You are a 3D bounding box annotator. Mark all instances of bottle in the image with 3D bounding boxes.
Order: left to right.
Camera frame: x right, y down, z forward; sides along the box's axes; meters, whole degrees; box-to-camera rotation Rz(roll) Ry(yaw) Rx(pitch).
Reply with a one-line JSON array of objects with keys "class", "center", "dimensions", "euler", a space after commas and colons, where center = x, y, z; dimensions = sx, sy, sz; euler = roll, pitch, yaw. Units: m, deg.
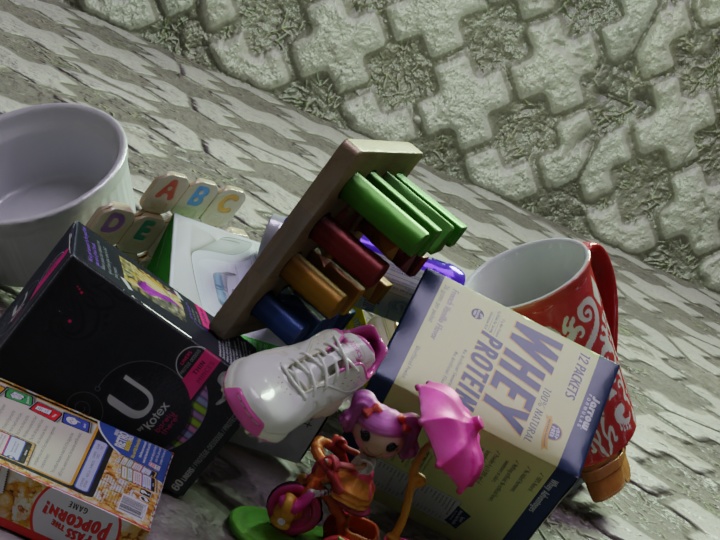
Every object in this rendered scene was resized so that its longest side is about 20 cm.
[{"class": "bottle", "center": [0.000, 0.000, 1.477], "dimensions": [0.199, 0.066, 0.084], "euler": [20, -22, 1]}]

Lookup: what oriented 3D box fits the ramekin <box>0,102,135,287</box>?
[{"class": "ramekin", "center": [-0.324, -0.074, 1.541], "dimensions": [0.199, 0.098, 0.201], "euler": [-6, 41, 5]}]

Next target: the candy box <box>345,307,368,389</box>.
[{"class": "candy box", "center": [-0.002, 0.084, 1.601], "dimensions": [0.026, 0.201, 0.102], "euler": [-20, 25, -9]}]

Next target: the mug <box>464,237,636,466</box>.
[{"class": "mug", "center": [0.214, 0.077, 1.523], "dimensions": [0.133, 0.177, 0.201], "euler": [33, -31, 64]}]

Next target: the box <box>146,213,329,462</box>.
[{"class": "box", "center": [-0.120, 0.065, 1.460], "dimensions": [0.176, 0.097, 0.200], "euler": [19, 34, -17]}]

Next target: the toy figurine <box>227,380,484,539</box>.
[{"class": "toy figurine", "center": [0.016, 0.170, 1.248], "dimensions": [0.199, 0.185, 0.150], "euler": [26, 13, 1]}]

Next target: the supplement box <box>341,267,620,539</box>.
[{"class": "supplement box", "center": [0.100, 0.141, 1.417], "dimensions": [0.199, 0.200, 0.135], "euler": [27, 53, 2]}]

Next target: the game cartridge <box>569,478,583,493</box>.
[{"class": "game cartridge", "center": [0.179, 0.197, 1.799], "dimensions": [0.199, 0.041, 0.133], "euler": [31, 17, 18]}]

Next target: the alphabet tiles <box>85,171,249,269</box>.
[{"class": "alphabet tiles", "center": [-0.205, -0.015, 1.532], "dimensions": [0.200, 0.196, 0.015], "euler": [12, 34, -49]}]

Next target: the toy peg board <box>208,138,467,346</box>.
[{"class": "toy peg board", "center": [-0.006, -0.005, 1.325], "dimensions": [0.098, 0.199, 0.200], "euler": [40, 14, 12]}]

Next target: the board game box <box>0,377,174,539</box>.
[{"class": "board game box", "center": [-0.247, 0.143, 1.145], "dimensions": [0.199, 0.046, 0.152], "euler": [25, 13, -6]}]

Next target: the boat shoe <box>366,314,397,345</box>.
[{"class": "boat shoe", "center": [0.038, 0.122, 1.737], "dimensions": [0.074, 0.069, 0.201], "euler": [39, 27, -31]}]

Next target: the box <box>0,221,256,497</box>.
[{"class": "box", "center": [-0.194, 0.073, 1.270], "dimensions": [0.200, 0.122, 0.106], "euler": [36, 9, -17]}]

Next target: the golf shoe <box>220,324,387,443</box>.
[{"class": "golf shoe", "center": [-0.042, 0.081, 1.220], "dimensions": [0.076, 0.091, 0.200], "euler": [56, 20, 5]}]

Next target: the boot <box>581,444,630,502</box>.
[{"class": "boot", "center": [0.240, 0.183, 1.686], "dimensions": [0.076, 0.156, 0.200], "euler": [-5, 9, 32]}]
